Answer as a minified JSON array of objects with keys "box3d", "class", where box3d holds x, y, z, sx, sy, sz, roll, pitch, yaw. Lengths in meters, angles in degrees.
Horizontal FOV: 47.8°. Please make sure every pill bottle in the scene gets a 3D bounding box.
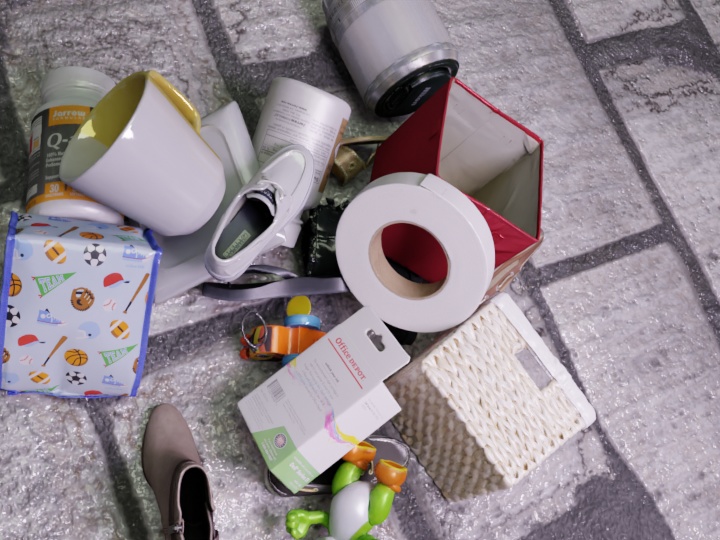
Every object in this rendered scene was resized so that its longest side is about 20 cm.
[{"box3d":[-0.351,-0.140,1.009,0.114,0.116,0.204,2,69,-21],"class":"pill bottle"},{"box3d":[-0.095,-0.141,1.079,0.112,0.114,0.204,19,94,-13],"class":"pill bottle"}]

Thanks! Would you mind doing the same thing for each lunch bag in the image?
[{"box3d":[-0.326,0.048,0.930,0.167,0.124,0.204,5,106,-21],"class":"lunch bag"}]

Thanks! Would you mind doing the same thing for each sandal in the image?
[{"box3d":[-0.038,-0.157,1.183,0.207,0.077,0.071,-3,94,-17],"class":"sandal"},{"box3d":[-0.107,0.011,1.055,0.196,0.076,0.044,-5,94,-9],"class":"sandal"}]

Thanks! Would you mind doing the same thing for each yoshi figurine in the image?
[{"box3d":[-0.029,0.303,0.942,0.110,0.112,0.203,25,90,-16],"class":"yoshi figurine"}]

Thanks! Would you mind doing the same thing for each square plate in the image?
[{"box3d":[-0.213,-0.088,1.032,0.195,0.028,0.203,-24,77,10],"class":"square plate"}]

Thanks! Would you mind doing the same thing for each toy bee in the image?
[{"box3d":[-0.098,0.088,1.042,0.200,0.108,0.133,43,51,-32],"class":"toy bee"}]

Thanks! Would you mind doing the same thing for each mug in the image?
[{"box3d":[-0.228,-0.134,0.937,0.153,0.148,0.189,40,70,-35],"class":"mug"}]

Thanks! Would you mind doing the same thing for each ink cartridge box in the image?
[{"box3d":[-0.034,0.148,0.955,0.199,0.068,0.117,-37,44,-3],"class":"ink cartridge box"}]

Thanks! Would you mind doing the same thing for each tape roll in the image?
[{"box3d":[0.064,-0.020,0.984,0.202,0.203,0.037,42,38,-1],"class":"tape roll"}]

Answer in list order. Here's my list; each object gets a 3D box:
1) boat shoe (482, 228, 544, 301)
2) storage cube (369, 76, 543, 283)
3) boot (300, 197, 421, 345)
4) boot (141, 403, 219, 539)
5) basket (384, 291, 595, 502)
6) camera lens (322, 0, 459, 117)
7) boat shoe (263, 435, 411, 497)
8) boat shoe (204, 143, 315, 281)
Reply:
[{"box3d":[0.195,-0.004,1.208,0.198,0.073,0.075,-31,40,-22],"class":"boat shoe"},{"box3d":[0.120,-0.105,1.080,0.169,0.179,0.203,28,53,-22],"class":"storage cube"},{"box3d":[0.000,0.000,1.123,0.159,0.073,0.202,7,67,-17],"class":"boot"},{"box3d":[-0.197,0.234,0.905,0.069,0.146,0.204,-9,73,-23],"class":"boot"},{"box3d":[0.152,0.170,1.045,0.160,0.200,0.200,-34,84,-27],"class":"basket"},{"box3d":[0.047,-0.348,1.229,0.158,0.160,0.203,-21,78,-27],"class":"camera lens"},{"box3d":[-0.019,0.246,1.022,0.197,0.061,0.073,-5,72,-23],"class":"boat shoe"},{"box3d":[-0.112,-0.075,0.964,0.073,0.065,0.202,30,69,-3],"class":"boat shoe"}]
